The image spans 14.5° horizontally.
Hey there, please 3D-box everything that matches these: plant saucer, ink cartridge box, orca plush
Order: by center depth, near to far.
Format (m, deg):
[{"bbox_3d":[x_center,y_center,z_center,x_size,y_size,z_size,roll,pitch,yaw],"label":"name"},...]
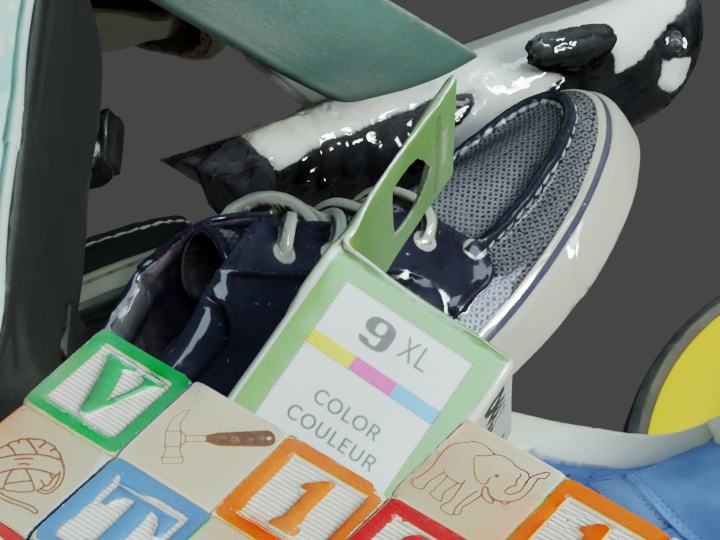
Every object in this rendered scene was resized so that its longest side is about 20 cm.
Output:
[{"bbox_3d":[-0.007,0.056,0.751,0.059,0.104,0.200,32,81,9],"label":"ink cartridge box"},{"bbox_3d":[-0.059,-0.102,0.864,0.200,0.200,0.036,31,94,11],"label":"plant saucer"},{"bbox_3d":[0.039,-0.036,0.937,0.200,0.105,0.071,-24,99,-41],"label":"orca plush"}]

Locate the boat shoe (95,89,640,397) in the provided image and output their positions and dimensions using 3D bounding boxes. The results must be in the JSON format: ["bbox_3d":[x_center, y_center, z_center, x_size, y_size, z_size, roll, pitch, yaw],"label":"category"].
[{"bbox_3d":[0.000,0.000,0.846,0.200,0.075,0.093,-52,121,-20],"label":"boat shoe"}]

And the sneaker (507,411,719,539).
[{"bbox_3d":[0.076,0.098,0.809,0.200,0.077,0.111,3,52,35],"label":"sneaker"}]

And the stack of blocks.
[{"bbox_3d":[0.001,0.091,0.625,0.200,0.059,0.115,28,52,26],"label":"stack of blocks"}]

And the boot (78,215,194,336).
[{"bbox_3d":[-0.158,-0.011,0.876,0.204,0.073,0.154,-23,63,-18],"label":"boot"}]

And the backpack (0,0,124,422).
[{"bbox_3d":[-0.182,-0.026,0.766,0.200,0.151,0.178,-2,65,12],"label":"backpack"}]

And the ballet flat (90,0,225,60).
[{"bbox_3d":[-0.135,-0.111,0.961,0.200,0.067,0.062,7,61,-5],"label":"ballet flat"}]

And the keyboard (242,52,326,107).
[{"bbox_3d":[-0.022,-0.140,1.015,0.011,0.056,0.200,-18,51,24],"label":"keyboard"}]

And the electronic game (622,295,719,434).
[{"bbox_3d":[0.179,0.079,0.900,0.200,0.042,0.200,5,54,-7],"label":"electronic game"}]
